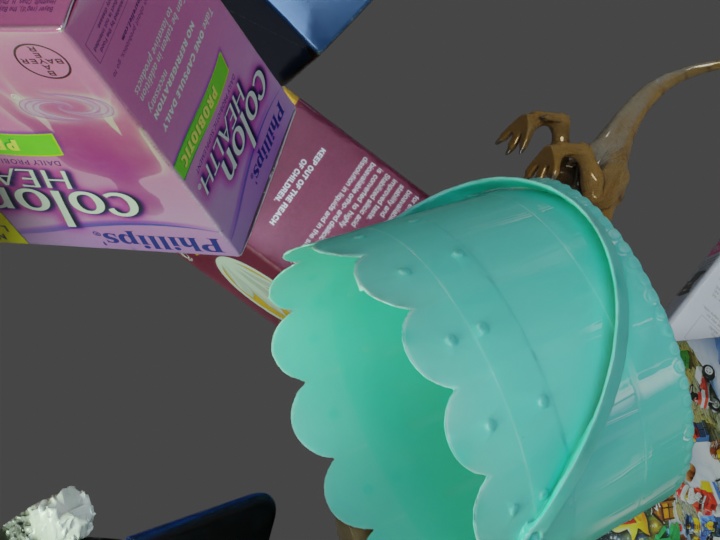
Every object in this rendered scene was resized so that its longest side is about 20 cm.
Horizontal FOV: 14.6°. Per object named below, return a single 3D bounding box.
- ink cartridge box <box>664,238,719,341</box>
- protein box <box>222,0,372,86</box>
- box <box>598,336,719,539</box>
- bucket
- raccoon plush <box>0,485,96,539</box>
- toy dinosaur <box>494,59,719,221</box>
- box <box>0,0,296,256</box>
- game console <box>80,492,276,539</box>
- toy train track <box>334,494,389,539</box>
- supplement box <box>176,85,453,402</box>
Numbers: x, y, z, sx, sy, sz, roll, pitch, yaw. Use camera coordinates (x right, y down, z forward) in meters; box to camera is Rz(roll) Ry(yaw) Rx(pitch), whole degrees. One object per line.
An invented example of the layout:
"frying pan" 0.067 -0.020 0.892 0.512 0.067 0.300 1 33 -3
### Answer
"ink cartridge box" 0.215 0.071 1.621 0.119 0.042 0.200 41 70 -6
"protein box" -0.043 -0.240 1.539 0.199 0.135 0.200 45 73 -6
"box" 0.171 0.140 1.537 0.137 0.038 0.200 -4 80 -34
"bucket" 0.060 0.057 1.384 0.135 0.207 0.207 -23 89 -22
"raccoon plush" -0.181 0.209 1.411 0.097 0.200 0.134 -22 80 -37
"toy dinosaur" 0.137 -0.059 1.618 0.106 0.060 0.200 30 79 -36
"box" -0.160 -0.102 1.405 0.176 0.200 0.097 4 61 28
"game console" -0.099 0.232 1.392 0.118 0.171 0.200 5 120 -18
"toy train track" 0.032 0.214 1.474 0.115 0.033 0.200 -25 95 -26
"supplement box" 0.000 0.000 1.530 0.200 0.110 0.086 37 75 -9
